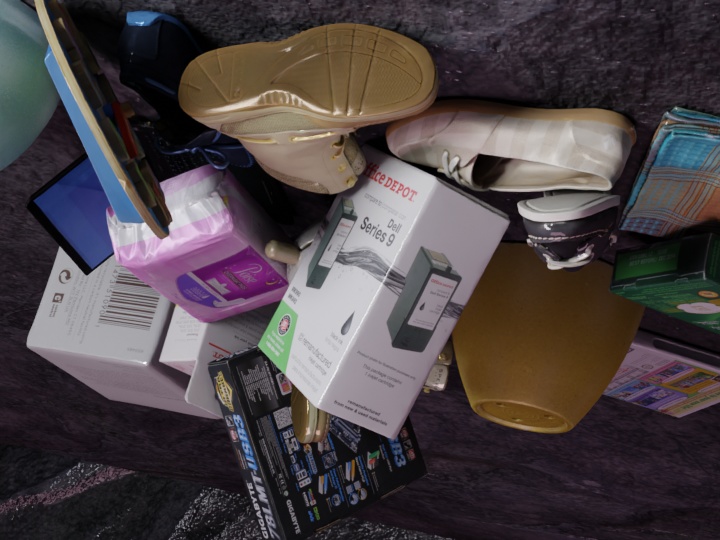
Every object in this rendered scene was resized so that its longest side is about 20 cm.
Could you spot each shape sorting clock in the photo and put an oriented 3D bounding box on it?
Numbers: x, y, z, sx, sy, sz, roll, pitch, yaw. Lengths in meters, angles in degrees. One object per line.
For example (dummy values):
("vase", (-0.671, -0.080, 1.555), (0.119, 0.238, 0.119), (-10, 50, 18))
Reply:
("shape sorting clock", (-0.189, -0.115, 0.906), (0.039, 0.201, 0.200), (-23, 159, -4))

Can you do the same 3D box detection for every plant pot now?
("plant pot", (-0.347, -0.141, 0.982), (0.199, 0.135, 0.200), (12, 161, 4))
("plant pot", (0.174, 0.078, 1.201), (0.198, 0.143, 0.200), (12, 160, 4))

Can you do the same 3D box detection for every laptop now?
("laptop", (-0.182, -0.055, 1.145), (0.198, 0.104, 0.177), (11, 161, 10))

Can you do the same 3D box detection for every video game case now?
("video game case", (0.329, 0.116, 1.379), (0.181, 0.022, 0.200), (17, 160, -8))

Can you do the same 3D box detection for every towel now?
("towel", (0.285, -0.058, 0.932), (0.145, 0.022, 0.200), (13, 161, 6))

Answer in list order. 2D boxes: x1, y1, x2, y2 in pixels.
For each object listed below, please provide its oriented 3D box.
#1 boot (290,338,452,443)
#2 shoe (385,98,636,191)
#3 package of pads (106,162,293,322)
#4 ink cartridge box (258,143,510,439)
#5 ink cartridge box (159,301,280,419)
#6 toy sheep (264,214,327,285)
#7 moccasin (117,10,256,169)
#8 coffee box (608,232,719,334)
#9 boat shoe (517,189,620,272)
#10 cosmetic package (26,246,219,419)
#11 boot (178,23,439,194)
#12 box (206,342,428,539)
("boot", (0.014, 0.097, 1.199), (0.154, 0.201, 0.072), (17, 134, -10))
("shoe", (0.106, -0.091, 0.918), (0.199, 0.054, 0.070), (4, 158, 28))
("package of pads", (-0.140, -0.021, 1.136), (0.120, 0.076, 0.200), (-17, 158, 10))
("ink cartridge box", (0.015, 0.011, 0.990), (0.084, 0.201, 0.146), (26, -176, -29))
("ink cartridge box", (-0.138, 0.061, 1.286), (0.068, 0.201, 0.115), (-5, 153, 44))
("toy sheep", (0.000, 0.000, 1.137), (0.199, 0.139, 0.138), (21, 160, -28))
("moccasin", (-0.143, -0.128, 0.969), (0.080, 0.069, 0.200), (4, 158, 28))
("coffee box", (0.331, 0.023, 1.056), (0.199, 0.044, 0.123), (19, 165, -25))
("boat shoe", (0.158, -0.029, 0.916), (0.073, 0.061, 0.200), (-1, -174, 10))
("cosmetic package", (-0.246, 0.056, 1.404), (0.164, 0.166, 0.200), (6, 158, 22))
("boot", (-0.017, -0.114, 0.918), (0.198, 0.073, 0.155), (-3, 160, 23))
("box", (-0.041, 0.157, 1.263), (0.198, 0.201, 0.050), (-21, -176, -39))
